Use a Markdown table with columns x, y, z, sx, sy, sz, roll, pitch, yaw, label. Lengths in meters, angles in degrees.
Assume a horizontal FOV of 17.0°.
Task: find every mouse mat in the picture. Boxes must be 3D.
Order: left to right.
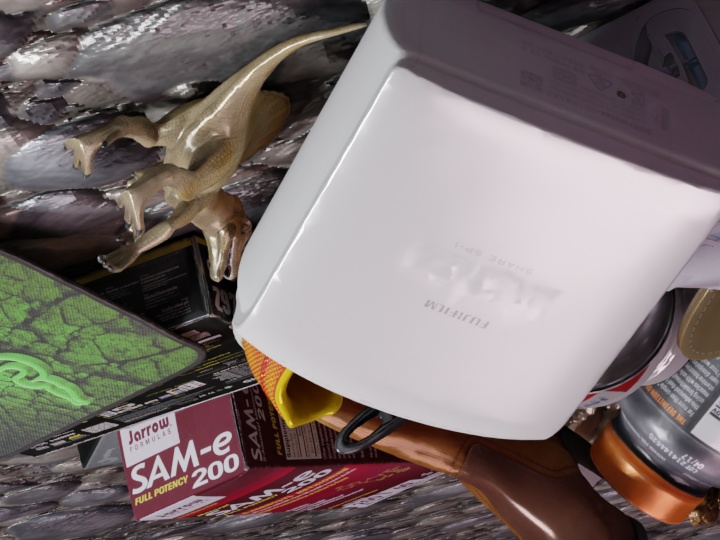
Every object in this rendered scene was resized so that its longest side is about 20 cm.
| x | y | z | sx | sy | sz | roll | pitch | yaw | label |
| --- | --- | --- | --- | --- | --- | --- | --- | --- | --- |
| -0.194 | 0.040 | 1.195 | 0.160 | 0.008 | 0.200 | -26 | 144 | 29 | mouse mat |

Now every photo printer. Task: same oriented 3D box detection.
| x | y | z | sx | sy | sz | roll | pitch | yaw | label |
| --- | --- | --- | --- | --- | --- | --- | --- | --- | --- |
| 0.045 | -0.012 | 1.016 | 0.166 | 0.070 | 0.200 | 20 | 133 | -14 | photo printer |

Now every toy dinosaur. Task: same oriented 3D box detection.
| x | y | z | sx | sy | sz | roll | pitch | yaw | label |
| --- | --- | --- | --- | --- | --- | --- | --- | --- | --- |
| -0.068 | -0.055 | 1.028 | 0.101 | 0.058 | 0.200 | -26 | 161 | -27 | toy dinosaur |

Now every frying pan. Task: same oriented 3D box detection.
| x | y | z | sx | sy | sz | roll | pitch | yaw | label |
| --- | --- | --- | --- | --- | --- | --- | --- | --- | --- |
| 0.064 | 0.013 | 1.169 | 0.189 | 0.115 | 0.031 | -12 | 156 | -14 | frying pan |

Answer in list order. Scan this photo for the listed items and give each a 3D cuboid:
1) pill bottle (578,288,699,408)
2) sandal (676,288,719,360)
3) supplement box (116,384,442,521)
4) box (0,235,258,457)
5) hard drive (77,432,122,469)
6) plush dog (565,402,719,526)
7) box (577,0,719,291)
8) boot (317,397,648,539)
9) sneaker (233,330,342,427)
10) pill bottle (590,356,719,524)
| x | y | z | sx | sy | sz | roll | pitch | yaw | label |
| --- | --- | --- | --- | --- | --- | --- | --- | --- | --- |
| 0.097 | 0.018 | 1.297 | 0.112 | 0.113 | 0.200 | -25 | 161 | 36 | pill bottle |
| 0.228 | -0.048 | 1.285 | 0.077 | 0.070 | 0.212 | 5 | 134 | -35 | sandal |
| -0.036 | 0.107 | 1.471 | 0.199 | 0.061 | 0.109 | 3 | 158 | -45 | supplement box |
| -0.137 | 0.046 | 1.308 | 0.199 | 0.050 | 0.160 | -19 | 162 | 19 | box |
| -0.073 | 0.077 | 1.511 | 0.199 | 0.033 | 0.140 | -9 | 165 | -17 | hard drive |
| 0.152 | 0.070 | 1.524 | 0.171 | 0.161 | 0.200 | 11 | 163 | -2 | plush dog |
| 0.189 | -0.064 | 1.114 | 0.176 | 0.097 | 0.200 | -24 | 162 | 36 | box |
| 0.062 | 0.109 | 1.374 | 0.199 | 0.189 | 0.069 | 28 | 117 | -22 | boot |
| 0.000 | 0.000 | 1.163 | 0.073 | 0.077 | 0.200 | -17 | 150 | -30 | sneaker |
| 0.218 | 0.052 | 1.394 | 0.200 | 0.106 | 0.106 | -53 | 150 | 19 | pill bottle |
